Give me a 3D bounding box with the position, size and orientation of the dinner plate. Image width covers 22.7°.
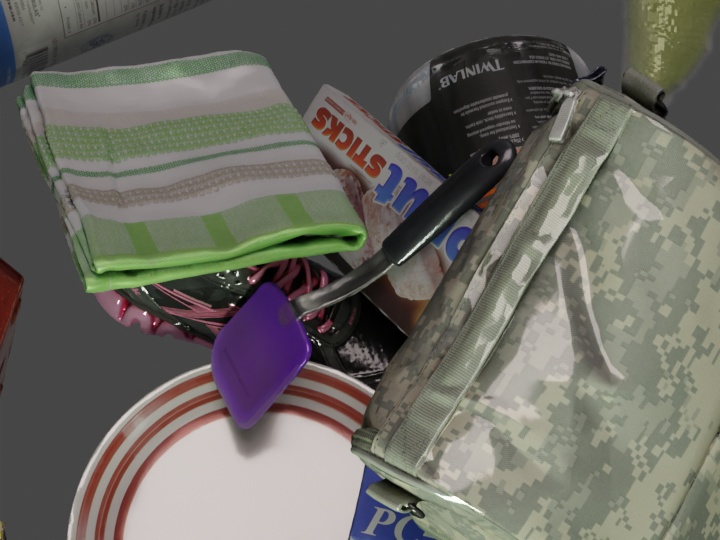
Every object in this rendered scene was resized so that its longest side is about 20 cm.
[{"bbox_3d":[-0.049,0.141,0.914,0.198,0.024,0.202,1,69,-4],"label":"dinner plate"}]

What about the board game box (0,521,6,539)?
[{"bbox_3d":[-0.255,0.165,0.807,0.198,0.166,0.057,2,61,-4],"label":"board game box"}]

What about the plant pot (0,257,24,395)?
[{"bbox_3d":[-0.268,0.059,0.860,0.175,0.200,0.201,17,59,-7],"label":"plant pot"}]

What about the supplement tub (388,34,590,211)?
[{"bbox_3d":[0.091,-0.016,0.973,0.122,0.123,0.201,-7,61,-10],"label":"supplement tub"}]

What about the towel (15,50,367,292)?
[{"bbox_3d":[-0.093,-0.060,0.941,0.148,0.031,0.200,-11,34,-15],"label":"towel"}]

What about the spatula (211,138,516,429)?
[{"bbox_3d":[0.000,0.000,0.902,0.200,0.021,0.057,-39,57,10],"label":"spatula"}]

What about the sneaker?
[{"bbox_3d":[-0.053,0.010,0.959,0.199,0.096,0.079,19,57,4],"label":"sneaker"}]

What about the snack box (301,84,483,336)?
[{"bbox_3d":[0.020,-0.022,0.938,0.072,0.024,0.200,-57,46,11],"label":"snack box"}]

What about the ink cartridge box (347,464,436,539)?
[{"bbox_3d":[0.097,0.122,0.873,0.198,0.044,0.095,13,56,1],"label":"ink cartridge box"}]

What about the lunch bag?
[{"bbox_3d":[0.094,0.036,0.756,0.139,0.168,0.201,26,79,37],"label":"lunch bag"}]

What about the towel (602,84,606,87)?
[{"bbox_3d":[0.188,0.011,0.945,0.034,0.200,0.194,-28,59,25],"label":"towel"}]

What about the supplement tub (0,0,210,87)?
[{"bbox_3d":[-0.167,-0.195,1.045,0.199,0.132,0.132,-26,66,-20],"label":"supplement tub"}]
